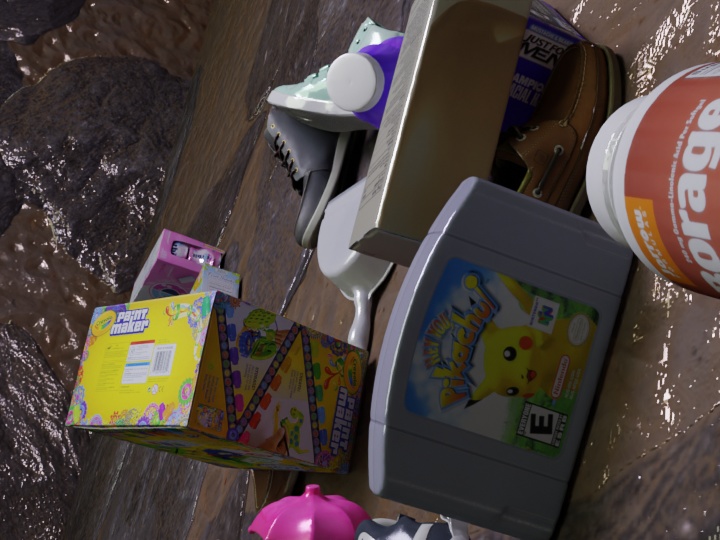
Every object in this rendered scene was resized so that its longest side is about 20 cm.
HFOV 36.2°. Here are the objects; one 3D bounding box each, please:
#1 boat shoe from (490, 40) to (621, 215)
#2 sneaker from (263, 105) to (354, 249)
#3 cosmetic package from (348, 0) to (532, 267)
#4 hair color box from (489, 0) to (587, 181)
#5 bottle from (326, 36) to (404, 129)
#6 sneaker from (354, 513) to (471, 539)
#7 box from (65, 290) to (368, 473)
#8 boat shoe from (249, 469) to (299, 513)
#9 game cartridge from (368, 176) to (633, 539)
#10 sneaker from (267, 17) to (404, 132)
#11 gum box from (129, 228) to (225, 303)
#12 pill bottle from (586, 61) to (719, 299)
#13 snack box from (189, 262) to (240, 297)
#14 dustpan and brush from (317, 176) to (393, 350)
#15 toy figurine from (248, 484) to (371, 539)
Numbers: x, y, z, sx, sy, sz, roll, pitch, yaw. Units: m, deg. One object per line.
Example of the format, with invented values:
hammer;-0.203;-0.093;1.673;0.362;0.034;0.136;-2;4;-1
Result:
boat shoe;0.126;-0.076;0.769;0.072;0.068;0.201;158;130;-69
sneaker;-0.075;-0.119;1.323;0.075;0.106;0.201;97;-173;-60
cosmetic package;0.056;-0.106;0.786;0.105;0.071;0.201;152;133;-78
hair color box;0.100;-0.125;0.908;0.109;0.064;0.201;-104;35;-61
bottle;0.036;-0.162;0.966;0.200;0.065;0.084;-17;-42;-62
sneaker;0.020;0.236;0.749;0.130;0.079;0.200;-90;26;-51
box;-0.135;0.112;1.042;0.199;0.192;0.123;-8;65;45
boat shoe;-0.106;0.180;1.188;0.076;0.071;0.201;-59;21;32
game cartridge;0.080;0.052;0.668;0.040;0.133;0.201;168;120;-78
sneaker;-0.015;-0.224;1.253;0.200;0.074;0.119;9;80;40
gum box;-0.324;0.015;1.936;0.200;0.113;0.066;130;153;-49
pill bottle;0.184;-0.038;0.489;0.113;0.112;0.200;-70;17;1
snack box;-0.245;0.117;1.674;0.201;0.067;0.169;-95;29;-50
dustpan and brush;0.000;0.000;1.112;0.139;0.057;0.201;-29;37;47
toy figurine;-0.046;0.263;0.843;0.150;0.200;0.184;12;62;51
